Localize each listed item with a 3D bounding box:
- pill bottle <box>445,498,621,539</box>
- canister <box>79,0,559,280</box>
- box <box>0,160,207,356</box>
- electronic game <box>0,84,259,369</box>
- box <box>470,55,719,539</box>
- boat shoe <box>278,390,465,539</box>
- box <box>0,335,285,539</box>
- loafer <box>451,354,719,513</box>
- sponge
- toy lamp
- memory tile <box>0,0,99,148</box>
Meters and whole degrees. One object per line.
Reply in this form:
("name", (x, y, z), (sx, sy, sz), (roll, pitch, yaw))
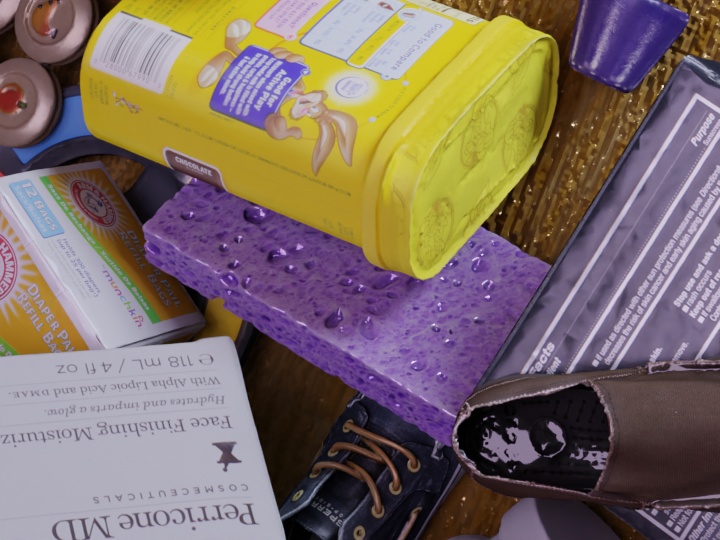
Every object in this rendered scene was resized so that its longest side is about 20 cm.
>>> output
("pill bottle", (0.048, 0.204, 1.191), (0.200, 0.116, 0.116), (-42, 76, 17))
("canister", (-0.022, -0.091, 1.203), (0.200, 0.149, 0.087), (23, 138, 24))
("box", (-0.198, 0.045, 1.260), (0.200, 0.101, 0.113), (-38, 80, 26))
("electronic game", (-0.141, -0.002, 1.307), (0.199, 0.042, 0.201), (0, 91, 22))
("box", (0.194, 0.035, 1.123), (0.198, 0.123, 0.200), (36, 105, 17))
("boat shoe", (0.006, 0.105, 1.220), (0.071, 0.091, 0.201), (26, 100, 20))
("box", (-0.158, 0.146, 1.177), (0.200, 0.198, 0.131), (110, 149, -48))
("loafer", (0.128, 0.077, 1.049), (0.199, 0.071, 0.073), (-8, 89, 24))
("sponge", (0.000, 0.000, 1.213), (0.200, 0.112, 0.030), (31, 145, 19))
("toy lamp", (0.160, -0.183, 1.173), (0.058, 0.058, 0.200), (30, 100, 19))
("memory tile", (-0.196, -0.177, 1.325), (0.153, 0.017, 0.200), (26, 94, 26))
